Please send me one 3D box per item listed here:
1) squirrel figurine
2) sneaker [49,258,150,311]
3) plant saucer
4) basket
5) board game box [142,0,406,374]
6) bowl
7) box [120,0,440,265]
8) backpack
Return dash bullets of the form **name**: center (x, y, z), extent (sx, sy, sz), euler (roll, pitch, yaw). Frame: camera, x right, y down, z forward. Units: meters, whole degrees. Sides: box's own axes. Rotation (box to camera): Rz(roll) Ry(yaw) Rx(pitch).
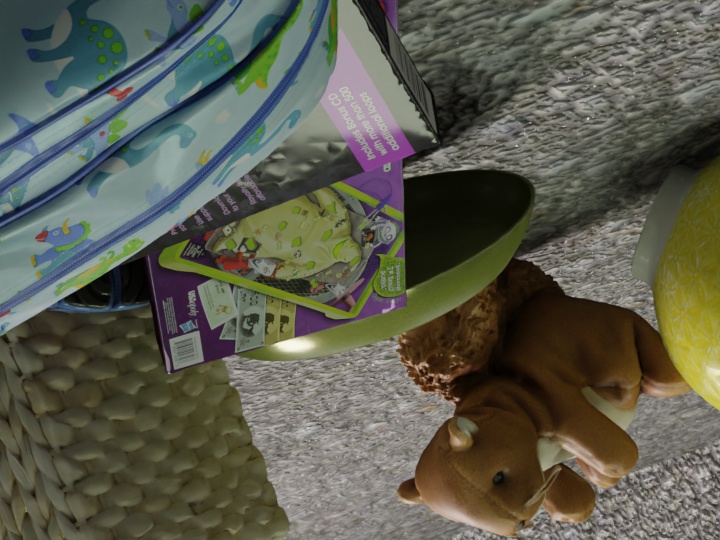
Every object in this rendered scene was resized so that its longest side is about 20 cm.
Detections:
- **squirrel figurine**: center (0.091, 0.085, 1.296), extent (0.186, 0.200, 0.142), euler (-30, 166, -37)
- **sneaker**: center (-0.105, -0.011, 0.941), extent (0.200, 0.076, 0.078), euler (-4, 164, -37)
- **plant saucer**: center (0.000, 0.000, 1.013), extent (0.199, 0.031, 0.200), euler (-18, -163, 6)
- **basket**: center (-0.169, 0.102, 1.036), extent (0.161, 0.199, 0.200), euler (-26, 170, 25)
- **board game box**: center (-0.040, -0.044, 0.831), extent (0.120, 0.032, 0.200), euler (-12, 137, -9)
- **bowl**: center (0.239, -0.013, 1.246), extent (0.107, 0.201, 0.200), euler (24, 174, 15)
- **box**: center (-0.087, -0.067, 0.735), extent (0.199, 0.036, 0.143), euler (-20, 137, 14)
- **backpack**: center (-0.101, -0.073, 0.596), extent (0.199, 0.163, 0.154), euler (-20, 152, -14)
